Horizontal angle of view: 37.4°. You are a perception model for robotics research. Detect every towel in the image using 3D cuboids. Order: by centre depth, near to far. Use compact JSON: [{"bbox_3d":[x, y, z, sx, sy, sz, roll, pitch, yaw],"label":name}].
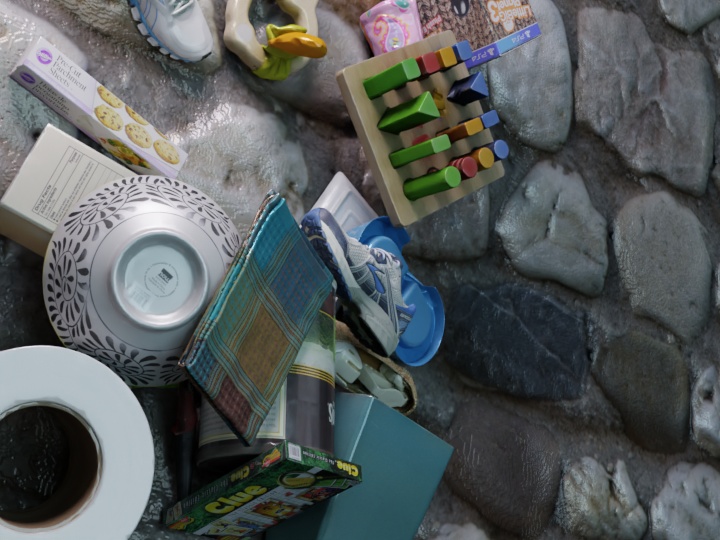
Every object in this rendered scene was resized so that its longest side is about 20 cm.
[{"bbox_3d":[-0.092,0.046,1.011,0.202,0.021,0.147,-65,145,-29],"label":"towel"}]

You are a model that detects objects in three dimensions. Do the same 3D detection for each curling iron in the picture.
[{"bbox_3d":[-0.182,0.161,1.090,0.050,0.025,0.203,-79,177,-64],"label":"curling iron"}]

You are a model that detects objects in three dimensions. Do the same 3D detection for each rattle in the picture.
[{"bbox_3d":[-0.073,-0.334,1.261,0.129,0.143,0.202,32,67,-11],"label":"rattle"}]

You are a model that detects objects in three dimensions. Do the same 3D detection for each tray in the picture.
[{"bbox_3d":[-0.035,-0.019,1.306,0.108,0.022,0.201,49,55,-24],"label":"tray"}]

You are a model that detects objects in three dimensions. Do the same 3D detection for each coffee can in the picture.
[{"bbox_3d":[-0.097,0.109,1.132,0.145,0.146,0.203,16,65,-37],"label":"coffee can"}]

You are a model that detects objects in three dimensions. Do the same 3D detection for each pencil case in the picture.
[{"bbox_3d":[0.066,-0.255,1.394,0.087,0.087,0.202,-25,97,-40],"label":"pencil case"}]

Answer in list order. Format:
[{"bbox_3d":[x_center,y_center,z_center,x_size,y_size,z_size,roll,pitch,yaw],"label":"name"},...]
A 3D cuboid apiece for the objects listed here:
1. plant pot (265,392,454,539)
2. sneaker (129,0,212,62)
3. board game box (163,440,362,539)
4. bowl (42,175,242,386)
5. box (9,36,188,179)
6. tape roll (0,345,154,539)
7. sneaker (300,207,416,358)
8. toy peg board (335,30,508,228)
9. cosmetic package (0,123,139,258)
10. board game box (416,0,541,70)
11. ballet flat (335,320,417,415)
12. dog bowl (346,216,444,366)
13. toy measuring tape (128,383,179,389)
[{"bbox_3d":[-0.017,0.258,1.197,0.141,0.140,0.202,35,67,-30],"label":"plant pot"},{"bbox_3d":[-0.218,-0.323,1.166,0.075,0.086,0.201,-47,113,-37],"label":"sneaker"},{"bbox_3d":[-0.102,0.230,1.085,0.104,0.199,0.024,26,44,-35],"label":"board game box"},{"bbox_3d":[-0.190,0.009,0.979,0.198,0.094,0.204,1,88,-17],"label":"bowl"},{"bbox_3d":[-0.271,-0.162,1.120,0.200,0.038,0.042,40,58,-28],"label":"box"},{"bbox_3d":[-0.296,0.170,0.945,0.200,0.139,0.206,2,85,-25],"label":"tape roll"},{"bbox_3d":[0.000,0.000,1.210,0.085,0.077,0.201,-44,124,-22],"label":"sneaker"},{"bbox_3d":[0.102,-0.185,1.298,0.198,0.097,0.202,-27,99,-36],"label":"toy peg board"},{"bbox_3d":[-0.251,-0.044,1.060,0.199,0.071,0.106,32,61,-14],"label":"cosmetic package"},{"bbox_3d":[0.122,-0.369,1.414,0.096,0.158,0.202,-30,101,-38],"label":"board game box"},{"bbox_3d":[-0.001,0.117,1.271,0.199,0.065,0.071,29,103,-31],"label":"ballet flat"},{"bbox_3d":[0.034,0.028,1.319,0.112,0.049,0.201,-51,123,-36],"label":"dog bowl"},{"bbox_3d":[-0.213,0.121,1.099,0.073,0.073,0.202,34,63,-30],"label":"toy measuring tape"}]
